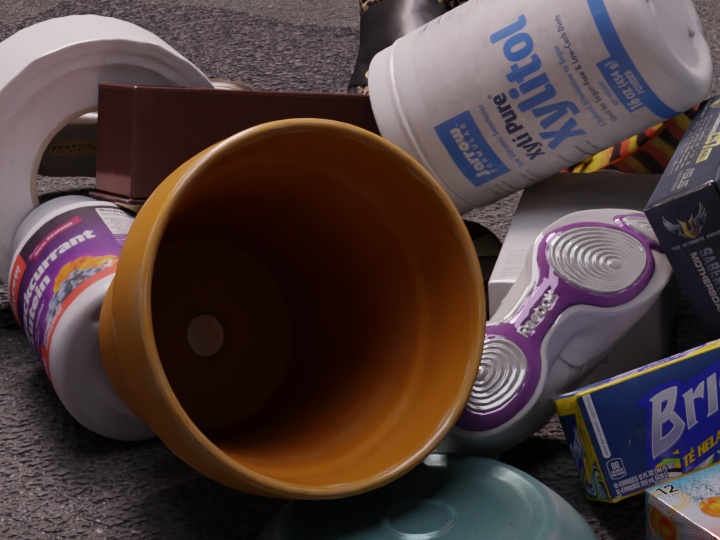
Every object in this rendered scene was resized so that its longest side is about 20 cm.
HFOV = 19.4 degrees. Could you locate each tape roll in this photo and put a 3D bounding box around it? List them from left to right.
[{"bbox_3d":[-0.188,-0.073,1.469,0.202,0.203,0.071,-13,25,-21],"label":"tape roll"}]

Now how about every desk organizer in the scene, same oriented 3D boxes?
[{"bbox_3d":[-0.077,-0.085,1.428,0.200,0.077,0.072,0,7,-28],"label":"desk organizer"}]

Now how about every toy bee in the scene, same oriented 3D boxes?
[{"bbox_3d":[0.167,-0.055,1.514,0.131,0.200,0.109,31,59,-1],"label":"toy bee"}]

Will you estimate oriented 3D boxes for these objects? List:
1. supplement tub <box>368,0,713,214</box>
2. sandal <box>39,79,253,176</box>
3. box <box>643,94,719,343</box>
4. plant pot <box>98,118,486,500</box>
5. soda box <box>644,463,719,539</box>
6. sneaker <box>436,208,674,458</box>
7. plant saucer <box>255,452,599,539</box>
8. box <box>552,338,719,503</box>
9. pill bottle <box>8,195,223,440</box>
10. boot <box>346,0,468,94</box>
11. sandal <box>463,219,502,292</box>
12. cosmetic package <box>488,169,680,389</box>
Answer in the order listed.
[{"bbox_3d":[0.121,-0.132,1.402,0.200,0.132,0.132,-27,14,25],"label":"supplement tub"},{"bbox_3d":[-0.173,-0.101,1.675,0.199,0.082,0.055,-5,41,-6],"label":"sandal"},{"bbox_3d":[0.247,-0.015,1.304,0.051,0.158,0.200,-23,13,26],"label":"box"},{"bbox_3d":[-0.060,0.028,1.179,0.200,0.201,0.183,-16,1,-26],"label":"plant pot"},{"bbox_3d":[0.246,0.126,1.098,0.200,0.064,0.068,-14,25,-25],"label":"soda box"},{"bbox_3d":[0.108,0.038,1.244,0.075,0.100,0.200,42,66,17],"label":"sneaker"},{"bbox_3d":[0.032,0.146,1.126,0.199,0.036,0.200,-3,23,1],"label":"plant saucer"},{"bbox_3d":[0.214,0.068,1.172,0.200,0.064,0.070,-19,-3,-8],"label":"box"},{"bbox_3d":[-0.165,0.021,1.356,0.111,0.112,0.200,-12,24,-17],"label":"pill bottle"},{"bbox_3d":[0.080,-0.179,1.729,0.199,0.073,0.151,-7,63,20],"label":"boot"},{"bbox_3d":[0.000,0.000,1.440,0.199,0.055,0.082,-1,53,6],"label":"sandal"},{"bbox_3d":[0.152,0.004,1.383,0.113,0.081,0.200,2,23,14],"label":"cosmetic package"}]
